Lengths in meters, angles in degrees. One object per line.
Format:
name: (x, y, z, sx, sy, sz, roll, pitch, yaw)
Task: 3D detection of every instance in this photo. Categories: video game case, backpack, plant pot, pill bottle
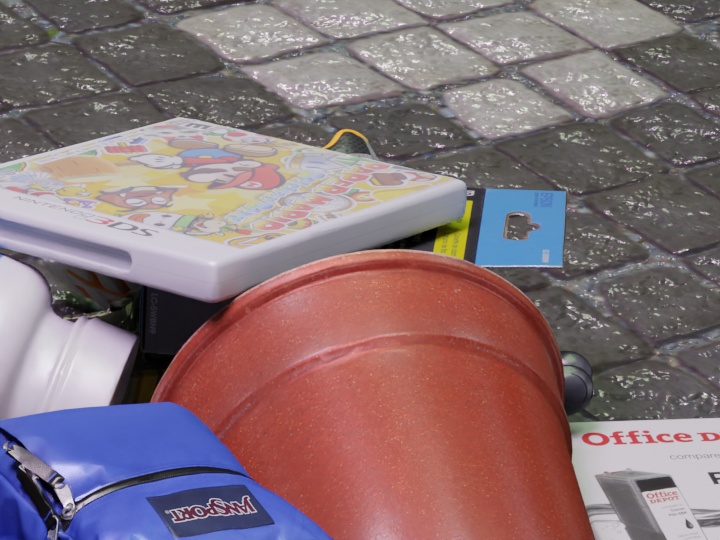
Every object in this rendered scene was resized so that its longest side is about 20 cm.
video game case: (-0.079, -0.033, 1.377, 0.182, 0.023, 0.200, 14, 20, 33)
backpack: (-0.081, 0.154, 1.059, 0.162, 0.168, 0.200, -9, 35, -35)
plant pot: (0.021, 0.128, 1.253, 0.201, 0.201, 0.195, -2, 37, -16)
pill bottle: (-0.209, 0.035, 1.330, 0.200, 0.112, 0.112, 20, 29, -1)

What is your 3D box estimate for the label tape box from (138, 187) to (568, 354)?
label tape box: (0.000, 0.000, 1.433, 0.200, 0.063, 0.144, 5, 17, 4)

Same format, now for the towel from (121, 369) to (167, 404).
towel: (-0.040, 0.077, 1.431, 0.200, 0.086, 0.018, -3, 49, -17)

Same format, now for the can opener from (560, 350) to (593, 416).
can opener: (0.016, 0.078, 1.390, 0.200, 0.079, 0.063, -20, 20, 2)

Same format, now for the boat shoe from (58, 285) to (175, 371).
boat shoe: (-0.099, 0.031, 1.522, 0.200, 0.065, 0.073, -2, 30, -15)

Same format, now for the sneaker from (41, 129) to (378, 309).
sneaker: (-0.076, -0.025, 1.566, 0.200, 0.078, 0.077, -7, 66, 11)

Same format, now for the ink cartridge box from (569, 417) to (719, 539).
ink cartridge box: (0.171, 0.152, 1.336, 0.147, 0.083, 0.200, -2, 30, -14)
